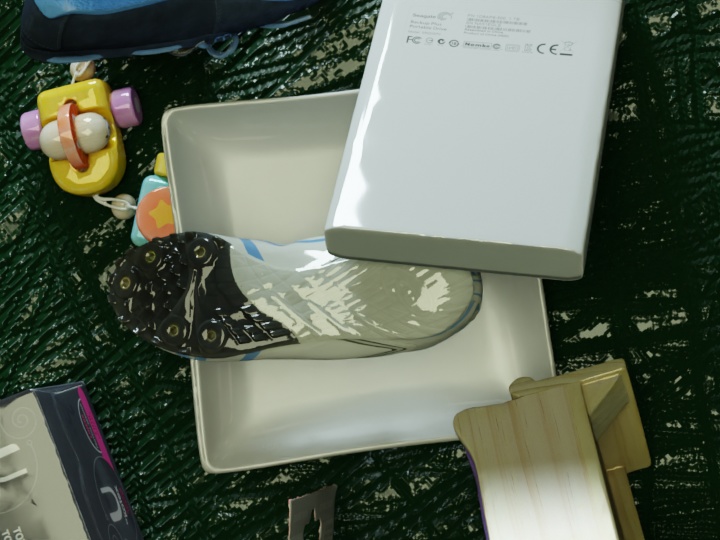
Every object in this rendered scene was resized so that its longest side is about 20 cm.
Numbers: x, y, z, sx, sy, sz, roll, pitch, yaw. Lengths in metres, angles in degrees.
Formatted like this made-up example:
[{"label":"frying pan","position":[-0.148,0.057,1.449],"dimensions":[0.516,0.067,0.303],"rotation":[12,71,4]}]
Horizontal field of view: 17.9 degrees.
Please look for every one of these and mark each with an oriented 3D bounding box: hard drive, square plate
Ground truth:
[{"label":"hard drive","position":[0.064,-0.083,1.202],"dimensions":[0.131,0.027,0.201],"rotation":[5,50,10]},{"label":"square plate","position":[0.000,0.000,1.248],"dimensions":[0.199,0.028,0.199],"rotation":[-7,89,-6]}]

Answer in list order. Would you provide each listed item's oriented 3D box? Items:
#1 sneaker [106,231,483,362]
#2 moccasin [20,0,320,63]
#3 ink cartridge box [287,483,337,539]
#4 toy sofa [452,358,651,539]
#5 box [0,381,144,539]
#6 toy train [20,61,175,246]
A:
[{"label":"sneaker","position":[-0.034,0.015,1.202],"dimensions":[0.199,0.072,0.072],"rotation":[0,79,9]},{"label":"moccasin","position":[-0.102,-0.156,1.238],"dimensions":[0.068,0.199,0.081],"rotation":[-48,60,45]},{"label":"ink cartridge box","position":[-0.050,0.216,1.203],"dimensions":[0.050,0.161,0.201],"rotation":[2,88,7]},{"label":"toy sofa","position":[0.113,0.148,1.159],"dimensions":[0.097,0.083,0.201],"rotation":[-17,41,6]},{"label":"box","position":[-0.233,0.154,1.268],"dimensions":[0.199,0.106,0.123],"rotation":[-22,86,9]},{"label":"toy train","position":[-0.111,-0.088,1.282],"dimensions":[0.150,0.056,0.200],"rotation":[-40,81,7]}]
